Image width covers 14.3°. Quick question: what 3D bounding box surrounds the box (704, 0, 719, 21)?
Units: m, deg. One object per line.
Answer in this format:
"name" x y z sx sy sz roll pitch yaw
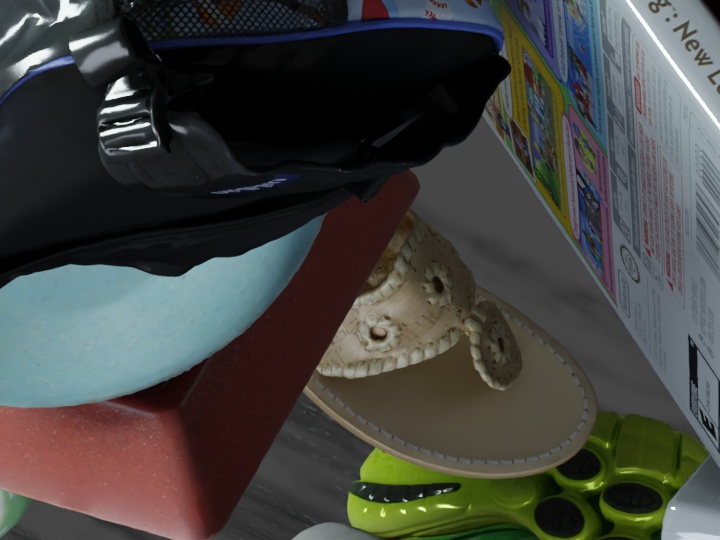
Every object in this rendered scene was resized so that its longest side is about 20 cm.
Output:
"box" 0.166 -0.036 0.854 0.100 0.075 0.200 4 141 28

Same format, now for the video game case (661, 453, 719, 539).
"video game case" 0.217 0.082 0.946 0.200 0.182 0.023 13 108 18

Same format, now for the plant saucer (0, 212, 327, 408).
"plant saucer" -0.106 -0.048 0.944 0.201 0.201 0.039 23 163 2

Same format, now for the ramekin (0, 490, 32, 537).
"ramekin" -0.205 0.031 1.205 0.200 0.098 0.200 17 147 11

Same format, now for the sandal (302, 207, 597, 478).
"sandal" -0.003 0.005 1.053 0.211 0.078 0.070 30 154 1

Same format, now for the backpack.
"backpack" -0.062 -0.071 0.841 0.190 0.154 0.200 -1 162 -40

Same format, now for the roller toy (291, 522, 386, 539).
"roller toy" 0.023 0.203 1.161 0.182 0.140 0.200 25 168 36

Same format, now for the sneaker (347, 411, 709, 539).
"sneaker" 0.086 0.102 1.146 0.200 0.074 0.084 6 150 46

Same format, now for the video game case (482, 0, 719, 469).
"video game case" 0.076 -0.046 0.854 0.182 0.022 0.200 58 171 28

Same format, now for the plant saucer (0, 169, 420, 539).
"plant saucer" -0.104 -0.009 0.997 0.199 0.200 0.037 15 133 16
